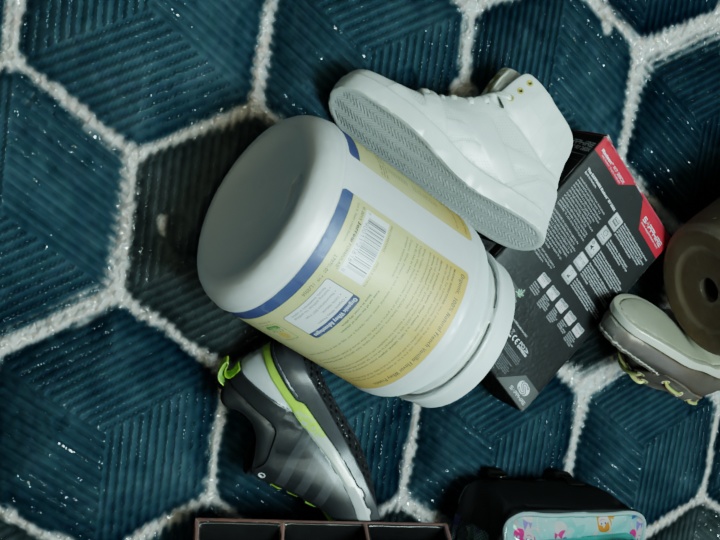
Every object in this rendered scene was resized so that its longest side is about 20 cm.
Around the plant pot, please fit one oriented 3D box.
[{"bbox_3d":[0.355,-0.004,1.044,0.173,0.200,0.203,-18,111,-25],"label":"plant pot"}]

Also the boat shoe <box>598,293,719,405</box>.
[{"bbox_3d":[0.258,0.073,1.067,0.060,0.072,0.199,-45,143,22],"label":"boat shoe"}]

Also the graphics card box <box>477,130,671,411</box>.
[{"bbox_3d":[0.153,-0.001,1.017,0.200,0.051,0.126,-48,121,-13],"label":"graphics card box"}]

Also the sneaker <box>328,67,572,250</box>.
[{"bbox_3d":[0.073,-0.115,0.941,0.199,0.073,0.117,34,64,-20],"label":"sneaker"}]

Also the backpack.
[{"bbox_3d":[0.154,0.287,1.041,0.175,0.150,0.203,6,104,-32],"label":"backpack"}]

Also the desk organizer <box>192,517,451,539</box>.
[{"bbox_3d":[-0.029,0.235,0.915,0.197,0.072,0.078,3,122,-12],"label":"desk organizer"}]

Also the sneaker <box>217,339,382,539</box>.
[{"bbox_3d":[-0.048,0.137,0.942,0.082,0.072,0.202,-24,114,4],"label":"sneaker"}]

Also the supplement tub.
[{"bbox_3d":[0.000,0.000,0.874,0.199,0.144,0.146,33,86,-31],"label":"supplement tub"}]
